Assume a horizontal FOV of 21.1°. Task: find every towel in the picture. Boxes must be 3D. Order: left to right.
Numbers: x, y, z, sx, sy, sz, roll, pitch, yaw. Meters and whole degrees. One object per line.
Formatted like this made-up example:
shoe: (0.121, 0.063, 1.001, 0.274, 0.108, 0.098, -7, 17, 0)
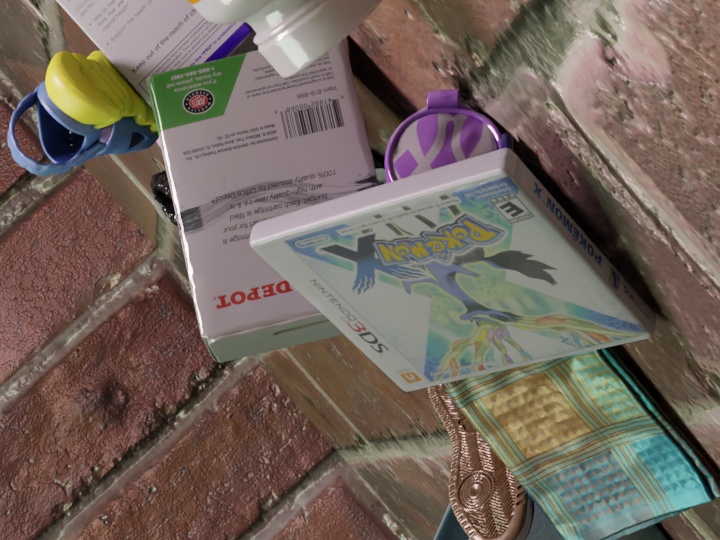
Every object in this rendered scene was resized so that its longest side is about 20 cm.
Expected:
towel: (0.155, 0.116, 1.415, 0.146, 0.022, 0.200, -29, 108, 38)

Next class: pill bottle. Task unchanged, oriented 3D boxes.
pill bottle: (-0.076, -0.215, 1.118, 0.200, 0.111, 0.111, 50, 170, -14)

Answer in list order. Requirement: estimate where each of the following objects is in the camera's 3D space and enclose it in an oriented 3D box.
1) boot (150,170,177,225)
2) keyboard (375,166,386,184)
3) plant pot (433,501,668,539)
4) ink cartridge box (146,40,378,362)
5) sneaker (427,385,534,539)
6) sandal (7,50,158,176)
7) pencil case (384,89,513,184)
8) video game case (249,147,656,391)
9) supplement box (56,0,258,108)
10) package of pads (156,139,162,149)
boot: (-0.110, -0.105, 1.559, 0.211, 0.158, 0.080, 35, 168, 51)
keyboard: (-0.040, -0.032, 1.602, 0.199, 0.040, 0.104, -5, 138, 34)
plant pot: (0.173, 0.276, 1.751, 0.199, 0.197, 0.196, 26, 171, -3)
ink cartridge box: (-0.059, -0.049, 1.366, 0.083, 0.146, 0.201, 80, 178, -74)
sneaker: (0.116, 0.165, 1.559, 0.113, 0.071, 0.201, 51, -162, -41)
sandal: (-0.206, -0.113, 1.441, 0.080, 0.087, 0.200, 48, -169, 10)
pencil case: (0.059, -0.045, 1.295, 0.200, 0.083, 0.086, 81, -179, -70)
video game case: (0.059, 0.006, 1.233, 0.199, 0.022, 0.182, -15, 136, 34)
supplement box: (-0.171, -0.222, 1.474, 0.200, 0.103, 0.101, 47, -168, 1)
package of pads: (-0.132, -0.134, 1.697, 0.200, 0.076, 0.121, 50, -159, -12)
